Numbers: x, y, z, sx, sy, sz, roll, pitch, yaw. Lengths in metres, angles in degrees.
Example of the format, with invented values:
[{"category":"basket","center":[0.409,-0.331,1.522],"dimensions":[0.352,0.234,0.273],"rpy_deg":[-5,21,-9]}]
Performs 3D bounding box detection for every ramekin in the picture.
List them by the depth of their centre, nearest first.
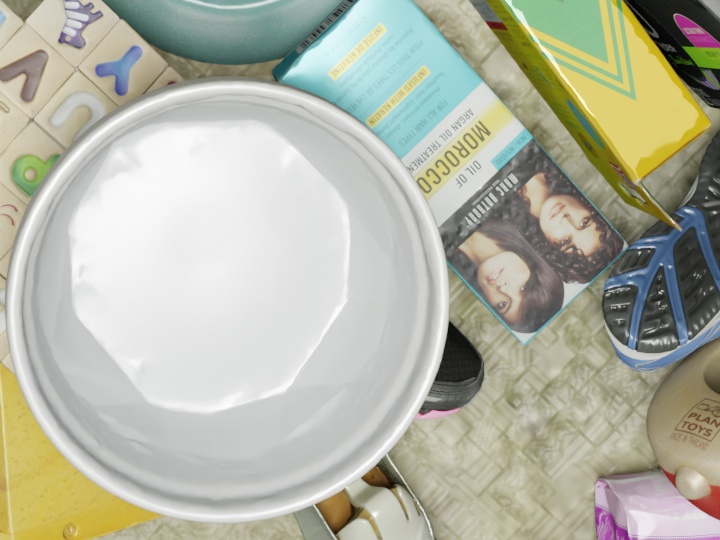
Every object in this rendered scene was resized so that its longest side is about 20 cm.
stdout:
[{"category":"ramekin","center":[-0.065,0.007,0.756],"dimensions":[0.199,0.105,0.202],"rpy_deg":[-2,102,-11]}]

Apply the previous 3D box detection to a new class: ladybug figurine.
[{"category":"ladybug figurine","center":[0.235,0.078,0.861],"dimensions":[0.199,0.135,0.072],"rpy_deg":[-26,116,-30]}]

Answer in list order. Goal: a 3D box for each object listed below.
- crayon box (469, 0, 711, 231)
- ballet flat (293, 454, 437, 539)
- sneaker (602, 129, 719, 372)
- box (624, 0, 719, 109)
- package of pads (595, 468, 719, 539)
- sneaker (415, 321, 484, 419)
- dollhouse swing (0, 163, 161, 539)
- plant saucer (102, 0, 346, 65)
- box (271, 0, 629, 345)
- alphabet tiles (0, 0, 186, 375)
[{"category":"crayon box","center":[0.110,-0.118,0.836],"dimensions":[0.051,0.127,0.200],"rpy_deg":[-38,100,3]},{"category":"ballet flat","center":[-0.008,0.117,0.883],"dimensions":[0.067,0.064,0.201],"rpy_deg":[-33,92,-22]},{"category":"sneaker","center":[0.204,-0.022,0.889],"dimensions":[0.200,0.077,0.076],"rpy_deg":[-40,69,-13]},{"category":"box","center":[0.192,-0.166,0.795],"dimensions":[0.148,0.200,0.124],"rpy_deg":[42,95,-8]},{"category":"package of pads","center":[0.237,0.166,0.914],"dimensions":[0.198,0.076,0.121],"rpy_deg":[-6,97,-2]},{"category":"sneaker","center":[0.000,0.000,0.853],"dimensions":[0.200,0.079,0.095],"rpy_deg":[38,125,-16]},{"category":"dollhouse swing","center":[-0.204,0.036,0.890],"dimensions":[0.181,0.175,0.202],"rpy_deg":[-12,102,-43]},{"category":"plant saucer","center":[-0.069,-0.210,0.857],"dimensions":[0.198,0.036,0.202],"rpy_deg":[-1,100,-4]},{"category":"box","center":[0.049,-0.060,0.871],"dimensions":[0.082,0.049,0.200],"rpy_deg":[-43,104,4]},{"category":"alphabet tiles","center":[-0.170,-0.037,0.783],"dimensions":[0.166,0.006,0.200],"rpy_deg":[43,82,-20]}]
